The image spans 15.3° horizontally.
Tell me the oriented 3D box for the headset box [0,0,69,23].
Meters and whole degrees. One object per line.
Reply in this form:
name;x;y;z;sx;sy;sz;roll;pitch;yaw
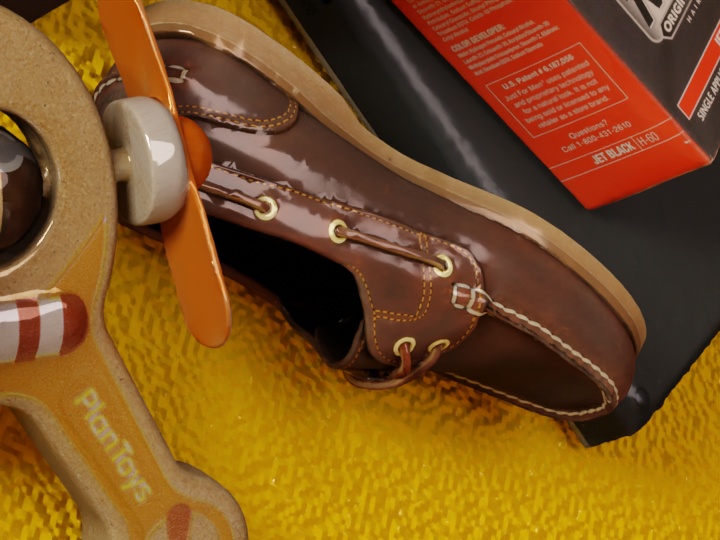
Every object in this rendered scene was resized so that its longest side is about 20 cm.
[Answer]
headset box;-0.052;-0.174;0.735;0.075;0.200;0.149;28;57;-32

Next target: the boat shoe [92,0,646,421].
boat shoe;0.000;0.000;0.812;0.200;0.070;0.070;31;55;-21

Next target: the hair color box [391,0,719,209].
hair color box;0.047;-0.127;0.858;0.200;0.061;0.102;44;51;-20

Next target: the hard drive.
hard drive;0.065;-0.059;0.914;0.200;0.033;0.140;55;47;-12

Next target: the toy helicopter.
toy helicopter;-0.080;0.011;0.723;0.132;0.079;0.200;-40;121;-20
